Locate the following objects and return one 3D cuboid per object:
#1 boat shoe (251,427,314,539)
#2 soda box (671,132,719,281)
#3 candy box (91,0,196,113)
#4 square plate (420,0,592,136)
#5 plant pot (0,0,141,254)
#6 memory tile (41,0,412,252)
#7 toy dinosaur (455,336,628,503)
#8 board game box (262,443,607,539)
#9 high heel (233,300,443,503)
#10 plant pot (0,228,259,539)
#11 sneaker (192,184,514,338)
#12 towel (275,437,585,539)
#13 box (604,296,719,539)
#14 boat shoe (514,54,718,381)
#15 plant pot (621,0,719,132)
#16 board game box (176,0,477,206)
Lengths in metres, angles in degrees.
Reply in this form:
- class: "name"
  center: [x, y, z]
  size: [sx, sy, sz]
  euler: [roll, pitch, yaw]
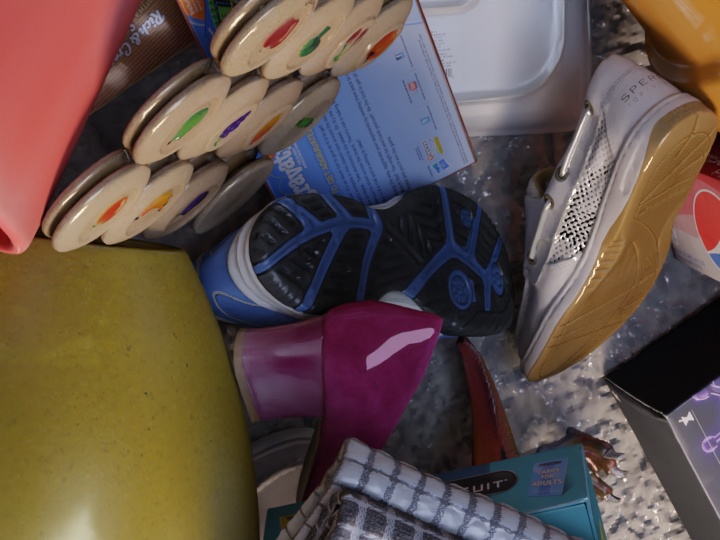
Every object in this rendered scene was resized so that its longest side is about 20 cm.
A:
- class: "boat shoe"
  center: [-0.079, 0.161, 1.031]
  size: [0.200, 0.068, 0.072]
  euler: [-38, 111, -10]
- class: "soda box"
  center: [0.221, -0.022, 1.026]
  size: [0.063, 0.200, 0.070]
  euler: [-22, 109, -13]
- class: "candy box"
  center: [-0.179, -0.106, 0.935]
  size: [0.200, 0.055, 0.116]
  euler: [-36, 112, -9]
- class: "square plate"
  center: [0.029, -0.158, 1.016]
  size: [0.199, 0.028, 0.199]
  euler: [-6, 105, -19]
- class: "plant pot"
  center: [-0.169, -0.133, 0.814]
  size: [0.200, 0.200, 0.178]
  euler: [37, 77, -24]
- class: "memory tile"
  center: [-0.050, -0.066, 0.871]
  size: [0.153, 0.200, 0.017]
  euler: [-45, 83, 15]
- class: "toy dinosaur"
  center: [0.068, 0.171, 1.069]
  size: [0.200, 0.105, 0.182]
  euler: [39, 72, 3]
- class: "board game box"
  center: [0.054, 0.188, 0.965]
  size: [0.150, 0.047, 0.201]
  euler: [-12, 117, 9]
- class: "high heel"
  center: [0.012, 0.089, 0.976]
  size: [0.096, 0.067, 0.200]
  euler: [-6, 131, 14]
- class: "plant pot"
  center: [-0.136, 0.055, 0.924]
  size: [0.199, 0.200, 0.143]
  euler: [6, 92, -22]
- class: "sneaker"
  center: [0.000, 0.000, 1.015]
  size: [0.200, 0.077, 0.076]
  euler: [9, 69, -45]
- class: "towel"
  center: [0.019, 0.190, 0.887]
  size: [0.165, 0.086, 0.200]
  euler: [23, 117, -13]
- class: "box"
  center: [0.245, 0.108, 1.137]
  size: [0.141, 0.079, 0.200]
  euler: [-34, 112, -7]
- class: "boat shoe"
  center: [0.115, -0.027, 1.038]
  size: [0.071, 0.069, 0.200]
  euler: [-23, 148, -37]
- class: "plant pot"
  center: [0.176, -0.189, 0.970]
  size: [0.183, 0.200, 0.201]
  euler: [34, 90, -23]
- class: "board game box"
  center: [-0.018, -0.100, 0.966]
  size: [0.103, 0.019, 0.200]
  euler: [-27, 136, -3]
